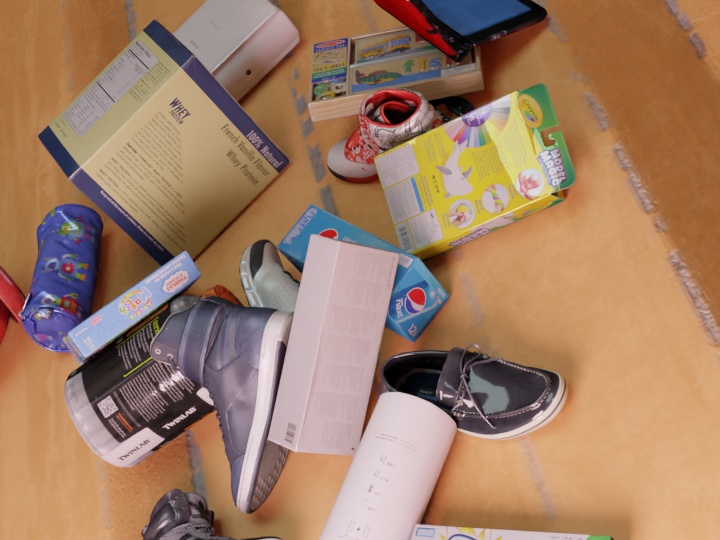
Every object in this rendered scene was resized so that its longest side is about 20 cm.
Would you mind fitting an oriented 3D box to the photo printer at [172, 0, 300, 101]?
[{"bbox_3d":[-0.190,-0.280,2.013,0.200,0.069,0.166,-44,38,0],"label":"photo printer"}]

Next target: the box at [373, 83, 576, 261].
[{"bbox_3d":[0.120,-0.099,1.559,0.198,0.048,0.119,-23,74,26],"label":"box"}]

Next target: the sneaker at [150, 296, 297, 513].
[{"bbox_3d":[-0.140,0.127,1.518,0.145,0.077,0.205,12,97,20],"label":"sneaker"}]

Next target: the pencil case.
[{"bbox_3d":[-0.368,0.008,1.898,0.201,0.086,0.078,-91,18,-44],"label":"pencil case"}]

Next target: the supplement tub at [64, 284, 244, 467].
[{"bbox_3d":[-0.204,0.109,1.632,0.199,0.123,0.123,-34,39,12],"label":"supplement tub"}]

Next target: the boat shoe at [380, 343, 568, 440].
[{"bbox_3d":[0.099,0.109,1.417,0.198,0.062,0.075,2,55,40],"label":"boat shoe"}]

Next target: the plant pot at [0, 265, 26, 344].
[{"bbox_3d":[-0.530,0.048,1.919,0.183,0.201,0.200,-46,38,-15],"label":"plant pot"}]

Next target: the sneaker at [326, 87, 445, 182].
[{"bbox_3d":[0.019,-0.152,1.684,0.200,0.108,0.068,6,59,44],"label":"sneaker"}]

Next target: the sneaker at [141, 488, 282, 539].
[{"bbox_3d":[-0.148,0.261,1.481,0.199,0.075,0.115,-22,46,28],"label":"sneaker"}]

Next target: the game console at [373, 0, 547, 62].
[{"bbox_3d":[0.083,-0.330,1.735,0.119,0.172,0.200,-47,40,2],"label":"game console"}]

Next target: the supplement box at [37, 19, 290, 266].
[{"bbox_3d":[-0.232,-0.145,1.823,0.200,0.200,0.134,-45,39,-1],"label":"supplement box"}]

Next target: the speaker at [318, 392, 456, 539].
[{"bbox_3d":[0.017,0.212,1.379,0.081,0.081,0.202,0,56,41],"label":"speaker"}]

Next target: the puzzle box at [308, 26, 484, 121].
[{"bbox_3d":[0.040,-0.231,1.738,0.197,0.026,0.134,-10,37,8],"label":"puzzle box"}]

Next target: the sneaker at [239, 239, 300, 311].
[{"bbox_3d":[-0.074,0.042,1.629,0.079,0.074,0.201,-28,49,12],"label":"sneaker"}]

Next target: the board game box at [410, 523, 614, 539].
[{"bbox_3d":[0.112,0.282,1.269,0.198,0.034,0.136,-5,52,38],"label":"board game box"}]

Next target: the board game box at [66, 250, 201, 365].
[{"bbox_3d":[-0.253,0.044,1.694,0.151,0.037,0.200,-36,3,-13],"label":"board game box"}]

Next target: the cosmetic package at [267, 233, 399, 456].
[{"bbox_3d":[-0.026,0.072,1.477,0.050,0.082,0.203,14,92,49],"label":"cosmetic package"}]

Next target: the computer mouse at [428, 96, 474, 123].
[{"bbox_3d":[0.075,-0.208,1.755,0.058,0.034,0.200,-25,43,-10],"label":"computer mouse"}]

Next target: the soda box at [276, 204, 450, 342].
[{"bbox_3d":[0.000,0.000,1.595,0.064,0.068,0.199,-50,39,-9],"label":"soda box"}]
